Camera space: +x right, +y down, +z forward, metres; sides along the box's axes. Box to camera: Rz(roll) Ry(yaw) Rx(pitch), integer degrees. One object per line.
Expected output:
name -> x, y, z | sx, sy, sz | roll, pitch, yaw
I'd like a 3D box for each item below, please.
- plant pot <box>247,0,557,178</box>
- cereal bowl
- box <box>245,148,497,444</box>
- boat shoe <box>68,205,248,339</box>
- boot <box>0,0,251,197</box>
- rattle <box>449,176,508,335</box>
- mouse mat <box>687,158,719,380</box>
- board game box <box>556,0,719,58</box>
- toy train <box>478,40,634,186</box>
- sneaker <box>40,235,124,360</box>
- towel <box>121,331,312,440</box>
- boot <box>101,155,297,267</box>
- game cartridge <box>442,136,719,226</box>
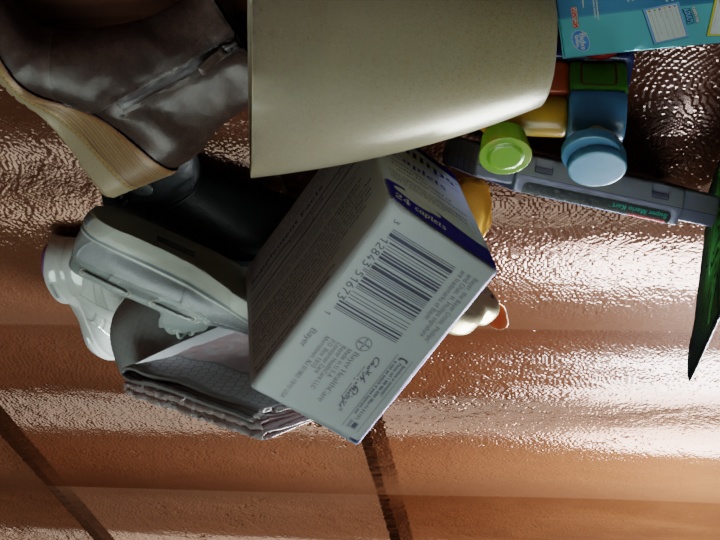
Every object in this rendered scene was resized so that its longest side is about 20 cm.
plant pot -> 0.024, -0.156, 0.846 | 0.200, 0.188, 0.187 | 0, 150, -5
cereal bowl -> -0.153, 0.027, 1.216 | 0.200, 0.083, 0.200 | -23, 175, -2
box -> 0.000, 0.000, 1.001 | 0.105, 0.200, 0.184 | 31, 109, -20
boat shoe -> -0.155, 0.017, 1.086 | 0.201, 0.070, 0.072 | 28, 108, -12
boot -> -0.181, -0.169, 0.955 | 0.166, 0.072, 0.200 | -33, 108, 15
rattle -> 0.109, -0.016, 1.173 | 0.200, 0.130, 0.143 | 17, 106, -43
mouse mat -> 0.280, -0.031, 0.981 | 0.008, 0.200, 0.161 | 12, 150, 9
board game box -> 0.225, -0.214, 0.829 | 0.200, 0.047, 0.151 | -3, 148, 13
toy train -> 0.101, -0.120, 0.933 | 0.200, 0.116, 0.085 | 2, 143, 4
sneaker -> -0.246, 0.034, 1.290 | 0.099, 0.075, 0.200 | -3, 149, 15
towel -> -0.082, 0.090, 1.120 | 0.200, 0.032, 0.191 | 11, -161, 43
boot -> -0.144, -0.078, 1.084 | 0.200, 0.077, 0.168 | 9, 153, 6
game cartridge -> 0.175, -0.072, 1.023 | 0.200, 0.038, 0.130 | 11, -168, -9
